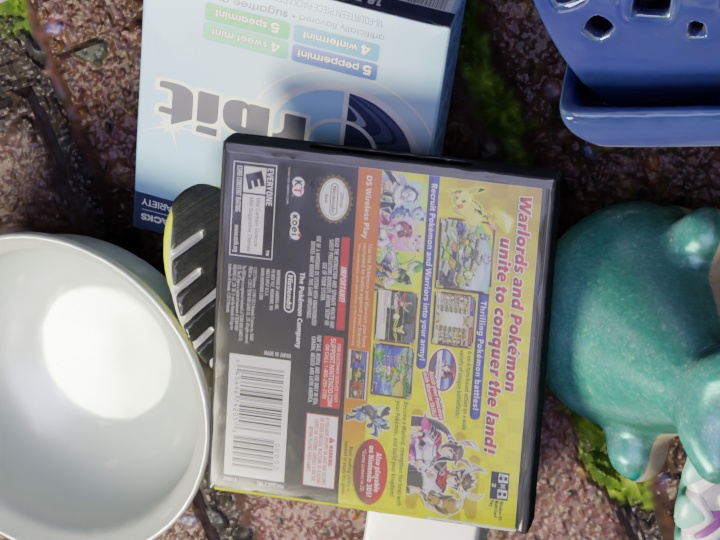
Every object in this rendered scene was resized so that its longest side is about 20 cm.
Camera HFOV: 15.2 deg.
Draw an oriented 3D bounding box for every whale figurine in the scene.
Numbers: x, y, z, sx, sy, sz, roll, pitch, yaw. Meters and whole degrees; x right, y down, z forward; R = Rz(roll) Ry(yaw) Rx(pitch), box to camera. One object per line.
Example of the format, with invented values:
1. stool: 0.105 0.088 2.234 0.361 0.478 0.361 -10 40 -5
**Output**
1. whale figurine: 0.153 0.039 1.442 0.104 0.200 0.159 11 110 -17

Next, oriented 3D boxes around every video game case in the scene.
1. video game case: 0.011 0.034 1.450 0.180 0.026 0.200 7 107 12

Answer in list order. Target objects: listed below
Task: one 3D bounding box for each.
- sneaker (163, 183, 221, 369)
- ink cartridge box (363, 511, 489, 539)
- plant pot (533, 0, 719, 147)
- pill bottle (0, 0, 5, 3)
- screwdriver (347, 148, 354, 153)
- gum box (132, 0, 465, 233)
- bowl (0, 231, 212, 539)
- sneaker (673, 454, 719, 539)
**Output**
1. sneaker: -0.060 0.029 1.538 0.078 0.090 0.200 -31 120 -6
2. ink cartridge box: 0.055 0.054 1.521 0.067 0.117 0.200 11 108 8
3. plant pot: 0.187 -0.174 1.375 0.200 0.200 0.180 -2 123 13
4. pill bottle: -0.135 -0.216 1.401 0.200 0.113 0.113 -23 101 21
5. screwdriver: 0.000 0.000 1.515 0.029 0.028 0.200 33 149 36
6. gum box: -0.037 -0.088 1.497 0.170 0.045 0.200 14 133 8
7. bowl: -0.162 0.059 1.580 0.201 0.090 0.201 8 113 20
8. sneaker: 0.257 0.096 1.510 0.140 0.078 0.200 14 110 9
